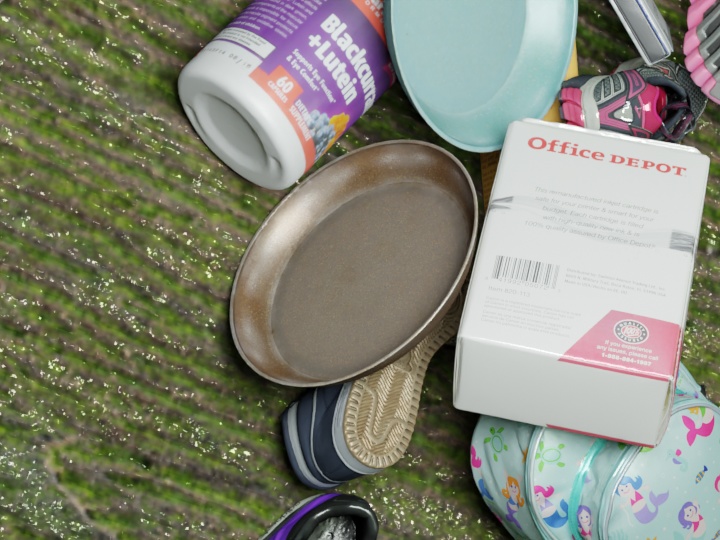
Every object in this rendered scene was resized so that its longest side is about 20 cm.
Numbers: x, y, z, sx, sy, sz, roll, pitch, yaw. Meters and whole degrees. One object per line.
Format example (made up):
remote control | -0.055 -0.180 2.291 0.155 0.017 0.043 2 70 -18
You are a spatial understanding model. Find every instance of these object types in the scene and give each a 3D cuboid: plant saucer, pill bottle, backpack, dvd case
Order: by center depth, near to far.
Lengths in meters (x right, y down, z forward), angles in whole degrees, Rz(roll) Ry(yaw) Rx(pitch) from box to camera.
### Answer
plant saucer | 0.000 0.000 1.570 0.032 0.199 0.201 46 65 -42
plant saucer | 0.077 -0.184 1.601 0.199 0.036 0.202 -7 100 -46
pill bottle | -0.025 -0.161 1.610 0.112 0.111 0.200 48 68 -11
backpack | 0.182 0.140 1.623 0.178 0.150 0.200 -48 116 -14
dvd case | 0.173 -0.251 1.700 0.025 0.150 0.201 -29 97 12

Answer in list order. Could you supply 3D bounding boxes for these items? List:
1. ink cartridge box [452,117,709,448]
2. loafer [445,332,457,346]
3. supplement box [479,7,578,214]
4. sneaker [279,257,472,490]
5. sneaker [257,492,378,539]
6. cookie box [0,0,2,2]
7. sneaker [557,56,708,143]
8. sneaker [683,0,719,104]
ink cartridge box | 0.152 0.006 1.553 0.145 0.083 0.201 11 51 7
loafer | 0.143 0.063 1.684 0.198 0.072 0.064 6 88 -26
supplement box | 0.126 -0.090 1.693 0.066 0.069 0.202 -2 83 -18
sneaker | 0.008 0.065 1.613 0.070 0.108 0.201 33 56 -15
sneaker | -0.059 0.224 1.551 0.070 0.099 0.200 45 68 -10
cookie box | -0.266 -0.277 1.484 0.075 0.171 0.200 -44 101 -19
sneaker | 0.218 -0.116 1.700 0.200 0.074 0.081 -22 104 -60
sneaker | 0.292 -0.199 1.753 0.095 0.079 0.201 24 44 -35
